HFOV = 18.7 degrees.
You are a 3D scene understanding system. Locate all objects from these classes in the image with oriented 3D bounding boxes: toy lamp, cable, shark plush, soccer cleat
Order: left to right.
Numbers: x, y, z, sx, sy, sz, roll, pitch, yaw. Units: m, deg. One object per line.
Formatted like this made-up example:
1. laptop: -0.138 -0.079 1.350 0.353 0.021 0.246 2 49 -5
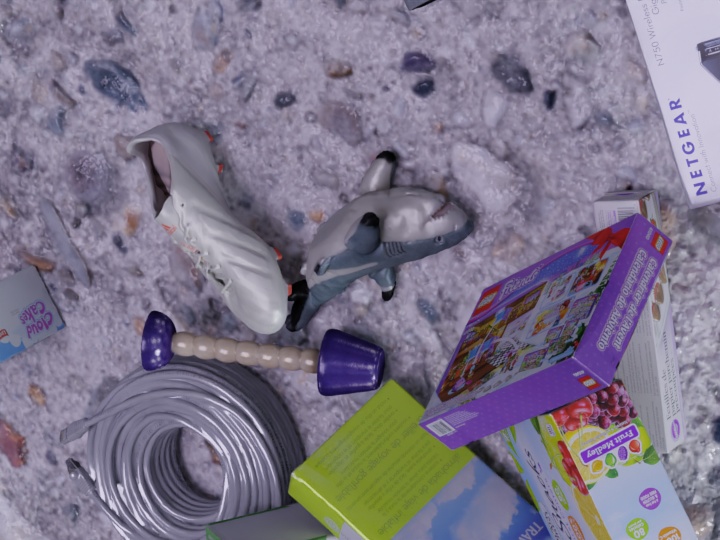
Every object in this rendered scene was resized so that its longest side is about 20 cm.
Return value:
1. cable: -0.142 0.171 1.883 0.200 0.069 0.200 -38 85 31
2. soccer cleat: -0.127 -0.031 1.785 0.069 0.077 0.200 -44 68 41
3. toy lamp: -0.080 0.069 1.802 0.199 0.058 0.058 6 108 10
4. shark plush: 0.000 0.000 1.754 0.083 0.091 0.200 34 118 -18

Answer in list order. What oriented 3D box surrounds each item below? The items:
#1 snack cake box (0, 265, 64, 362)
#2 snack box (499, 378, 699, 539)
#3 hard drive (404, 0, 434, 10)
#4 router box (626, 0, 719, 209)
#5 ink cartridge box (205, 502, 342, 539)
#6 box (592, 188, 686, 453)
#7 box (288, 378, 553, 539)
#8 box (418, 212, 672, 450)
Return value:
1. snack cake box: -0.377 0.076 1.963 0.200 0.115 0.067 -27 91 34
2. snack box: 0.189 0.185 1.642 0.068 0.169 0.200 -25 91 -11
3. hard drive: 0.053 -0.316 1.644 0.139 0.033 0.200 -25 91 33
4. router box: 0.292 -0.160 1.543 0.179 0.049 0.201 -15 97 32
5. ink cartridge box: -0.044 0.301 1.810 0.084 0.144 0.201 26 122 59
6. box: 0.212 0.038 1.655 0.041 0.039 0.201 -2 104 32
7. box: 0.055 0.196 1.746 0.200 0.122 0.048 42 157 13
8. box: 0.134 0.048 1.609 0.039 0.137 0.200 38 147 -16
